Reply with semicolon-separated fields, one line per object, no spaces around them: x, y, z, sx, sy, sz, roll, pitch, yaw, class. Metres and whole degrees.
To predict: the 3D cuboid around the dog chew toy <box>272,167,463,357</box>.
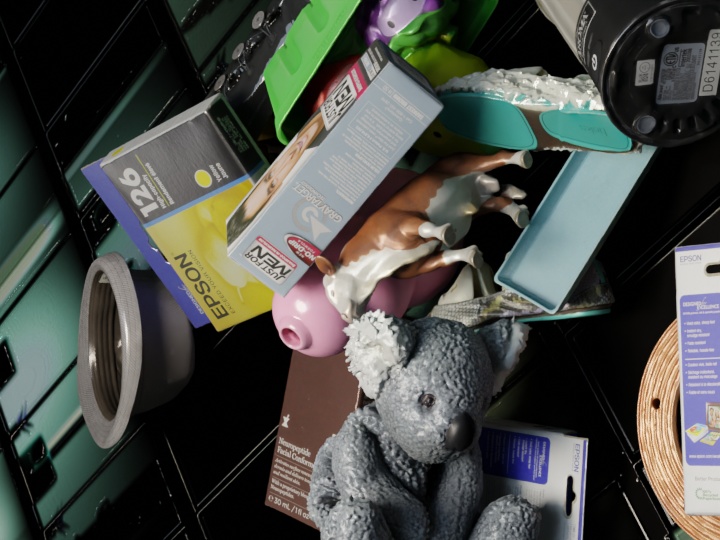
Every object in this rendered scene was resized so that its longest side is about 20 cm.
0.000;0.000;1.493;0.124;0.200;0.125;24;137;24;dog chew toy

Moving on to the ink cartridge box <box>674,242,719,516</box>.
0.278;0.079;1.291;0.095;0.037;0.201;-6;86;47;ink cartridge box

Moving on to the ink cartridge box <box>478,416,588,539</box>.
0.121;0.175;1.474;0.200;0.039;0.100;6;92;48;ink cartridge box

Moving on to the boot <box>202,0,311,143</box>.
-0.080;-0.223;1.646;0.200;0.066;0.165;-59;17;25;boot

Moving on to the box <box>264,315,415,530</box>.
-0.014;0.131;1.594;0.100;0.075;0.201;17;98;46;box

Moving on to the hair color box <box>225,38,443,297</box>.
-0.024;-0.084;1.419;0.200;0.061;0.099;-50;15;11;hair color box

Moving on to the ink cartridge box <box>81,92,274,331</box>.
-0.149;-0.041;1.643;0.200;0.047;0.198;-24;108;36;ink cartridge box

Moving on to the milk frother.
0.254;-0.204;1.300;0.188;0.199;0.181;-108;34;-54;milk frother

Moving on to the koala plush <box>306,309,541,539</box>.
0.047;0.123;1.402;0.184;0.177;0.201;-128;45;-60;koala plush

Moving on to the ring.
0.290;0.113;1.315;0.200;0.019;0.201;-4;85;47;ring

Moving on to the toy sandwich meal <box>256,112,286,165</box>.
-0.089;-0.074;1.683;0.205;0.070;0.206;-3;86;46;toy sandwich meal

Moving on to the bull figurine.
0.055;-0.034;1.405;0.121;0.200;0.065;1;128;43;bull figurine

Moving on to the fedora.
-0.222;0.076;1.787;0.177;0.090;0.201;-133;45;-55;fedora

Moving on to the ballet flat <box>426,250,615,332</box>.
0.119;0.020;1.462;0.200;0.072;0.072;-16;77;38;ballet flat

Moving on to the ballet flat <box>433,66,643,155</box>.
0.152;-0.130;1.403;0.200;0.072;0.072;12;97;37;ballet flat

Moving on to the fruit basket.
0.037;-0.166;1.507;0.215;0.155;0.216;-18;64;43;fruit basket

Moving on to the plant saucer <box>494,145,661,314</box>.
0.183;-0.061;1.390;0.070;0.019;0.200;31;90;42;plant saucer
